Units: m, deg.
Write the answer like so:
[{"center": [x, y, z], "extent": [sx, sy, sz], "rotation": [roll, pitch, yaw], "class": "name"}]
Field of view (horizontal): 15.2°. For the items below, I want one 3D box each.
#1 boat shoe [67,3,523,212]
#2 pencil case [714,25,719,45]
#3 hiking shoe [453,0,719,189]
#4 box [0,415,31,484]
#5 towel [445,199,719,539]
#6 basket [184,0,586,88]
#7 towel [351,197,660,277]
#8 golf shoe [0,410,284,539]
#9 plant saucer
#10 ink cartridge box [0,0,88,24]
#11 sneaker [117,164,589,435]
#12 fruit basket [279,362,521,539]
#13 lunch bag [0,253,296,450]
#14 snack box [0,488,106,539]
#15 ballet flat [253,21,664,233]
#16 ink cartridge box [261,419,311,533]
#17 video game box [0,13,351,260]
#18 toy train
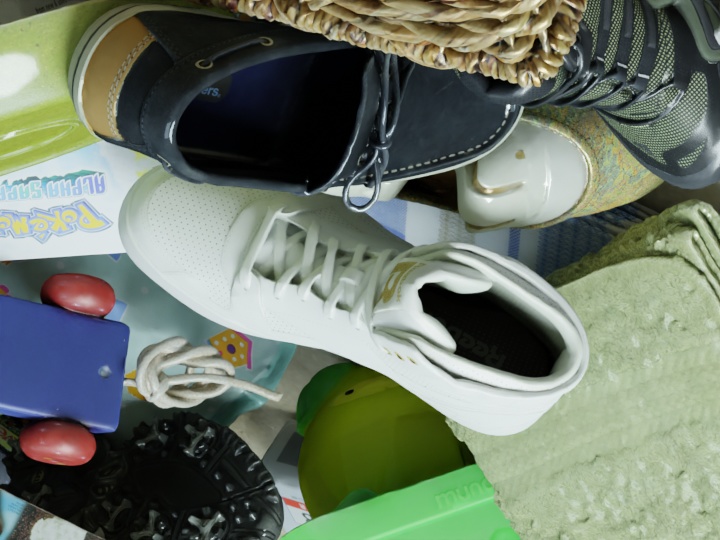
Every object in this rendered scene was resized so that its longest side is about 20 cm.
[{"center": [-0.012, -0.059, 0.991], "extent": [0.200, 0.075, 0.062], "rotation": [2, -155, -41], "class": "boat shoe"}, {"center": [0.180, -0.046, 0.996], "extent": [0.087, 0.078, 0.200], "rotation": [-8, 140, 8], "class": "pencil case"}, {"center": [0.072, -0.088, 1.012], "extent": [0.076, 0.101, 0.200], "rotation": [-2, 137, 46], "class": "hiking shoe"}, {"center": [-0.173, 0.098, 1.450], "extent": [0.200, 0.038, 0.137], "rotation": [34, -165, -6], "class": "box"}, {"center": [0.119, 0.060, 1.166], "extent": [0.200, 0.036, 0.148], "rotation": [-28, 94, 46], "class": "towel"}, {"center": [-0.005, -0.175, 0.908], "extent": [0.200, 0.143, 0.149], "rotation": [16, 151, 25], "class": "basket"}, {"center": [0.076, -0.005, 1.218], "extent": [0.200, 0.024, 0.147], "rotation": [23, 150, 15], "class": "towel"}, {"center": [-0.091, 0.119, 1.295], "extent": [0.200, 0.078, 0.094], "rotation": [5, 149, 49], "class": "golf shoe"}, {"center": [-0.138, -0.061, 1.032], "extent": [0.200, 0.200, 0.031], "rotation": [-24, 84, 56], "class": "plant saucer"}, {"center": [-0.212, -0.161, 1.049], "extent": [0.145, 0.084, 0.200], "rotation": [-20, 98, 17], "class": "ink cartridge box"}, {"center": [0.000, 0.000, 1.095], "extent": [0.200, 0.074, 0.116], "rotation": [24, 167, -4], "class": "sneaker"}, {"center": [0.035, 0.113, 1.316], "extent": [0.216, 0.216, 0.156], "rotation": [29, 151, 3], "class": "fruit basket"}, {"center": [-0.134, 0.022, 1.361], "extent": [0.170, 0.122, 0.200], "rotation": [36, 145, -10], "class": "lunch bag"}, {"center": [-0.124, 0.156, 1.262], "extent": [0.200, 0.037, 0.116], "rotation": [24, 160, 10], "class": "snack box"}, {"center": [0.029, -0.048, 1.092], "extent": [0.200, 0.071, 0.071], "rotation": [14, 151, -5], "class": "ballet flat"}, {"center": [0.043, 0.173, 1.501], "extent": [0.162, 0.050, 0.200], "rotation": [13, 143, 31], "class": "ink cartridge box"}, {"center": [-0.118, -0.086, 1.154], "extent": [0.200, 0.047, 0.182], "rotation": [-4, 133, 13], "class": "video game box"}, {"center": [-0.151, 0.050, 1.248], "extent": [0.200, 0.085, 0.116], "rotation": [14, 165, -31], "class": "toy train"}]
